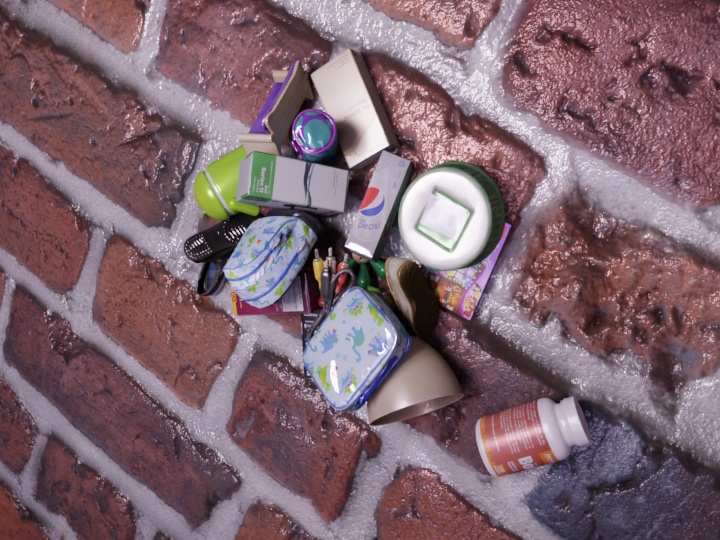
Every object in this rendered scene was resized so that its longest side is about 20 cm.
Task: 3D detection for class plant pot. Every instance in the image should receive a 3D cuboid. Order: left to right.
[{"bbox_3d":[0.094,0.213,1.092,0.196,0.199,0.138,-27,66,23],"label":"plant pot"}]

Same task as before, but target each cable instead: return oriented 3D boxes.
[{"bbox_3d":[-0.058,0.061,1.100,0.094,0.050,0.208,9,106,12],"label":"cable"}]

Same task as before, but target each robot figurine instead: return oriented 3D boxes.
[{"bbox_3d":[-0.272,-0.190,1.175,0.197,0.117,0.177,-33,50,-6],"label":"robot figurine"}]

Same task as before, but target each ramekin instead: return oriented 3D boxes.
[{"bbox_3d":[0.162,-0.097,1.002,0.193,0.097,0.208,4,100,23],"label":"ramekin"}]

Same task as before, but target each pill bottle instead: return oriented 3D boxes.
[{"bbox_3d":[0.327,0.312,1.037,0.196,0.112,0.115,-26,89,24],"label":"pill bottle"}]

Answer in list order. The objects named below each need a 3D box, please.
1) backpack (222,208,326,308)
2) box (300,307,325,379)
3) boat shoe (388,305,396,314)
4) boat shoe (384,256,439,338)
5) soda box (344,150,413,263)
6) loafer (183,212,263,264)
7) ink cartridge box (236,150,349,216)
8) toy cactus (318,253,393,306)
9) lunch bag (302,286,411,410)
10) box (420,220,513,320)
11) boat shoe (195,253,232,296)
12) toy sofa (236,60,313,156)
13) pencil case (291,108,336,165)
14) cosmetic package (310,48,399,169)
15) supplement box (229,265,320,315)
[{"bbox_3d":[-0.180,-0.026,1.083,0.160,0.153,0.206,5,69,42],"label":"backpack"},{"bbox_3d":[-0.036,0.161,1.199,0.193,0.046,0.165,0,99,22],"label":"box"},{"bbox_3d":[-0.008,0.122,1.125,0.196,0.073,0.065,-18,60,31],"label":"boat shoe"},{"bbox_3d":[0.101,0.049,1.069,0.066,0.073,0.204,34,154,46],"label":"boat shoe"},{"bbox_3d":[0.038,-0.124,1.075,0.062,0.068,0.206,22,88,13],"label":"soda box"},{"bbox_3d":[-0.301,-0.072,1.222,0.075,0.195,0.071,66,158,9],"label":"loafer"},{"bbox_3d":[-0.136,-0.166,1.078,0.193,0.146,0.086,7,89,-22],"label":"ink cartridge box"},{"bbox_3d":[0.000,0.000,1.134,0.193,0.102,0.172,-6,82,21],"label":"toy cactus"},{"bbox_3d":[-0.008,0.151,1.025,0.161,0.082,0.202,46,106,32],"label":"lunch bag"},{"bbox_3d":[0.198,-0.026,1.074,0.134,0.039,0.206,25,107,17],"label":"box"},{"bbox_3d":[-0.338,-0.026,1.282,0.069,0.066,0.203,35,110,12],"label":"boat shoe"},{"bbox_3d":[-0.171,-0.325,1.091,0.080,0.099,0.205,7,58,21],"label":"toy sofa"},{"bbox_3d":[-0.090,-0.249,1.067,0.091,0.200,0.087,-31,92,-4],"label":"pencil case"},{"bbox_3d":[-0.010,-0.320,1.095,0.101,0.073,0.205,-25,88,24],"label":"cosmetic package"},{"bbox_3d":[-0.177,0.044,1.203,0.193,0.110,0.089,-4,98,22],"label":"supplement box"}]
